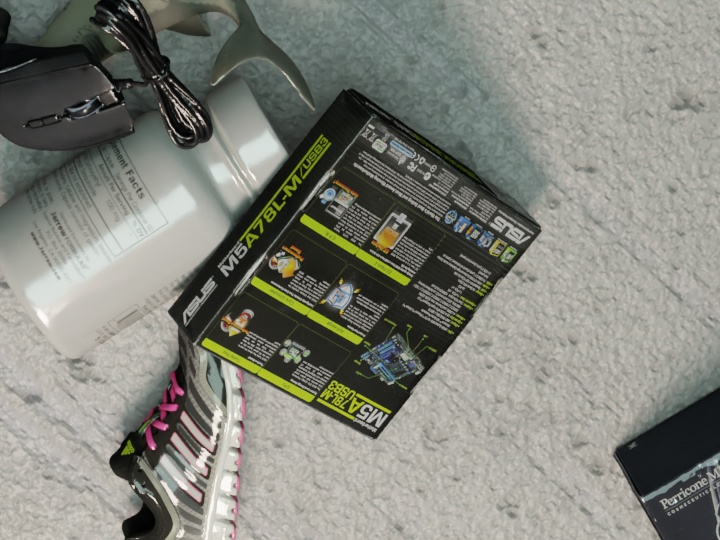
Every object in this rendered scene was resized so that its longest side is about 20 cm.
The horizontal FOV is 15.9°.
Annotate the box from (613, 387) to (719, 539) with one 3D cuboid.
[{"bbox_3d":[0.312,0.166,1.818,0.199,0.104,0.183,-32,104,3],"label":"box"}]

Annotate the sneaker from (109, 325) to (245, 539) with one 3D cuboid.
[{"bbox_3d":[-0.128,0.116,1.775,0.087,0.074,0.201,0,109,-12],"label":"sneaker"}]

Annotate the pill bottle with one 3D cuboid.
[{"bbox_3d":[-0.139,-0.040,1.712,0.199,0.114,0.115,-32,105,2],"label":"pill bottle"}]

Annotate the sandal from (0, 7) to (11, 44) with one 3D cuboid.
[{"bbox_3d":[-0.327,-0.188,1.687,0.199,0.075,0.048,11,78,-16],"label":"sandal"}]

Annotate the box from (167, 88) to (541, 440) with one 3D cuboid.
[{"bbox_3d":[0.000,0.000,1.726,0.193,0.048,0.200,-50,136,10],"label":"box"}]

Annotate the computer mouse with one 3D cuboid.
[{"bbox_3d":[-0.197,-0.128,1.637,0.046,0.199,0.141,-54,133,-32],"label":"computer mouse"}]

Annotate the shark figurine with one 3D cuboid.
[{"bbox_3d":[-0.114,-0.163,1.692,0.089,0.213,0.129,33,66,-50],"label":"shark figurine"}]
